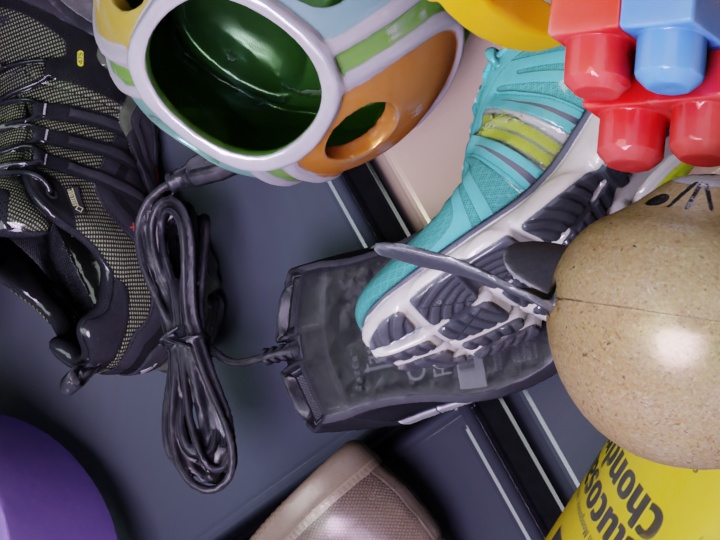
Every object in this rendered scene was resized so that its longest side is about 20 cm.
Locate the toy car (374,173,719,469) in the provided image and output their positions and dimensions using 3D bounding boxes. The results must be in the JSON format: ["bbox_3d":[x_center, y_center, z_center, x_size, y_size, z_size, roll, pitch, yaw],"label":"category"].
[{"bbox_3d":[0.112,-0.002,0.708,0.199,0.164,0.159,7,92,34],"label":"toy car"}]

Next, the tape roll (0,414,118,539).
[{"bbox_3d":[-0.206,0.155,1.037,0.199,0.085,0.202,-8,74,30],"label":"tape roll"}]

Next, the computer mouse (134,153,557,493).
[{"bbox_3d":[0.000,0.000,0.954,0.199,0.046,0.142,-20,76,25],"label":"computer mouse"}]

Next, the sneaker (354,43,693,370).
[{"bbox_3d":[0.070,-0.045,0.869,0.200,0.077,0.080,-46,57,1],"label":"sneaker"}]

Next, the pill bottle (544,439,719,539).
[{"bbox_3d":[0.125,0.109,0.848,0.112,0.112,0.201,40,117,23],"label":"pill bottle"}]

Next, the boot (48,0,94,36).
[{"bbox_3d":[-0.130,-0.204,0.984,0.131,0.070,0.201,-31,91,34],"label":"boot"}]

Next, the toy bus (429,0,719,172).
[{"bbox_3d":[0.082,-0.131,0.798,0.199,0.135,0.194,2,79,35],"label":"toy bus"}]

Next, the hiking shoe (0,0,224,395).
[{"bbox_3d":[-0.134,-0.045,1.009,0.076,0.100,0.201,-36,77,32],"label":"hiking shoe"}]

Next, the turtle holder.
[{"bbox_3d":[-0.043,-0.117,0.884,0.140,0.132,0.186,-22,113,26],"label":"turtle holder"}]

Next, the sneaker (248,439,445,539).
[{"bbox_3d":[-0.036,0.161,0.994,0.076,0.070,0.200,44,123,9],"label":"sneaker"}]
